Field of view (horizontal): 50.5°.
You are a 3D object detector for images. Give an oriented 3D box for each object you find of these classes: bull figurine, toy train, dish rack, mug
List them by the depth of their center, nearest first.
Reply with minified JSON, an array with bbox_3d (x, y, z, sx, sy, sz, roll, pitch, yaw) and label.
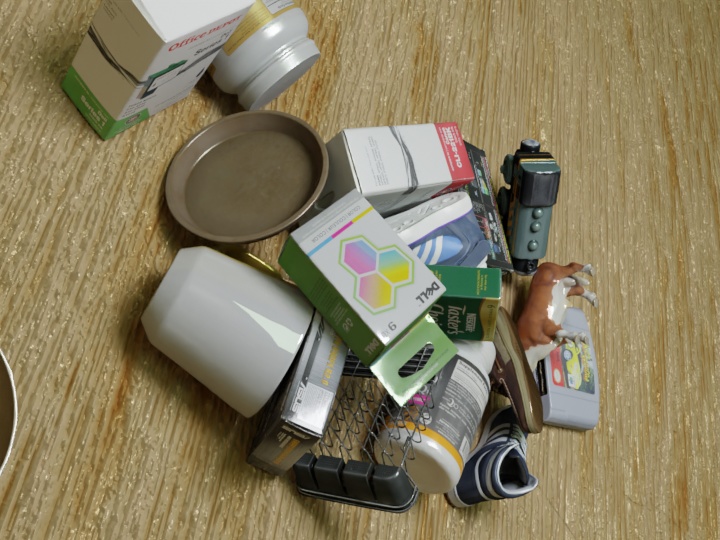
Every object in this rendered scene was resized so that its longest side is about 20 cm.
[{"bbox_3d":[-0.152,0.051,0.834,0.151,0.186,0.152,31,88,-13],"label":"mug"},{"bbox_3d":[0.016,0.170,0.885,0.202,0.150,0.055,-62,143,-41],"label":"dish rack"},{"bbox_3d":[0.285,0.074,1.149,0.065,0.119,0.204,42,57,-43],"label":"bull figurine"},{"bbox_3d":[0.254,-0.093,1.171,0.083,0.205,0.115,1,27,-5],"label":"toy train"}]

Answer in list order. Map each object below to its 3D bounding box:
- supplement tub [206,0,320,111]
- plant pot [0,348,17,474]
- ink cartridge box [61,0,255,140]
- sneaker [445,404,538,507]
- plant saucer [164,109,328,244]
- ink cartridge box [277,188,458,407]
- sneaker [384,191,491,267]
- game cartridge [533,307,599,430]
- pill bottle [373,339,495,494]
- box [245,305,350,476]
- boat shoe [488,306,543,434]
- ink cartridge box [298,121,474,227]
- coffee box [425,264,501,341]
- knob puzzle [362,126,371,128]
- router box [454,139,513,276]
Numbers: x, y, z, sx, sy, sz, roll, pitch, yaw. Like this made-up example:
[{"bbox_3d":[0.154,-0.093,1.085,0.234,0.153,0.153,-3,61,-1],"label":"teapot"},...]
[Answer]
[{"bbox_3d":[-0.154,-0.318,0.962,0.202,0.143,0.144,54,48,-7],"label":"supplement tub"},{"bbox_3d":[-0.385,0.125,0.591,0.197,0.133,0.206,17,61,-33],"label":"plant pot"},{"bbox_3d":[-0.224,-0.251,0.839,0.085,0.199,0.146,52,49,-6],"label":"ink cartridge box"},{"bbox_3d":[0.205,0.243,1.033,0.199,0.108,0.071,-37,95,-42],"label":"sneaker"},{"bbox_3d":[-0.131,-0.107,0.895,0.194,0.030,0.204,-5,54,6],"label":"plant saucer"},{"bbox_3d":[0.018,0.025,0.788,0.103,0.059,0.201,-36,80,-34],"label":"ink cartridge box"},{"bbox_3d":[0.078,0.001,0.985,0.196,0.080,0.150,-25,112,-16],"label":"sneaker"},{"bbox_3d":[0.326,0.148,1.222,0.131,0.040,0.205,17,61,-37],"label":"game cartridge"},{"bbox_3d":[0.101,0.169,0.977,0.116,0.116,0.202,42,50,-16],"label":"pill bottle"},{"bbox_3d":[-0.057,0.107,0.844,0.047,0.159,0.204,23,56,-8],"label":"box"},{"bbox_3d":[0.201,0.145,1.072,0.072,0.071,0.203,47,24,-45],"label":"boat shoe"},{"bbox_3d":[0.024,-0.119,0.980,0.197,0.143,0.086,-13,82,-39],"label":"ink cartridge box"},{"bbox_3d":[0.073,0.039,0.939,0.194,0.124,0.045,4,60,6],"label":"coffee box"},{"bbox_3d":[0.030,-0.116,1.095,0.215,0.030,0.226,13,68,-33],"label":"knob puzzle"},{"bbox_3d":[0.153,-0.092,1.135,0.148,0.061,0.206,9,67,-57],"label":"router box"}]
